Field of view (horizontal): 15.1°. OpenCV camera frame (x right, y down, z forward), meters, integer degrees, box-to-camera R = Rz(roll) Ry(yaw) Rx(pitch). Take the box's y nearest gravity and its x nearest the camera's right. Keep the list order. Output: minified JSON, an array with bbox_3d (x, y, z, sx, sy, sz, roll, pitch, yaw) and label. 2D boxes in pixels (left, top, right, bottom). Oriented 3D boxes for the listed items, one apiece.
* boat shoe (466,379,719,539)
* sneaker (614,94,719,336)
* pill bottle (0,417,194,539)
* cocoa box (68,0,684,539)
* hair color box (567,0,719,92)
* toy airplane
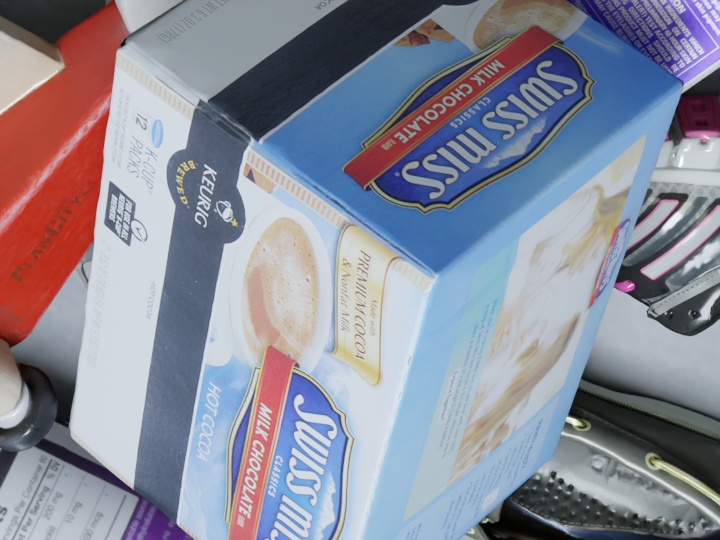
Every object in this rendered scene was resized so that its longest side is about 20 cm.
[{"bbox_3d":[0.060,0.074,1.058,0.201,0.060,0.072,15,116,1],"label":"boat shoe"},{"bbox_3d":[0.100,-0.016,1.001,0.199,0.074,0.088,-1,109,4],"label":"sneaker"},{"bbox_3d":[-0.127,0.117,1.078,0.200,0.111,0.112,26,116,-4],"label":"pill bottle"},{"bbox_3d":[0.000,0.000,0.905,0.131,0.133,0.200,37,141,20],"label":"cocoa box"},{"bbox_3d":[0.146,-0.128,0.919,0.200,0.109,0.065,-34,95,21],"label":"hair color box"},{"bbox_3d":[-0.124,-0.052,0.963,0.141,0.199,0.200,37,137,38],"label":"toy airplane"}]
